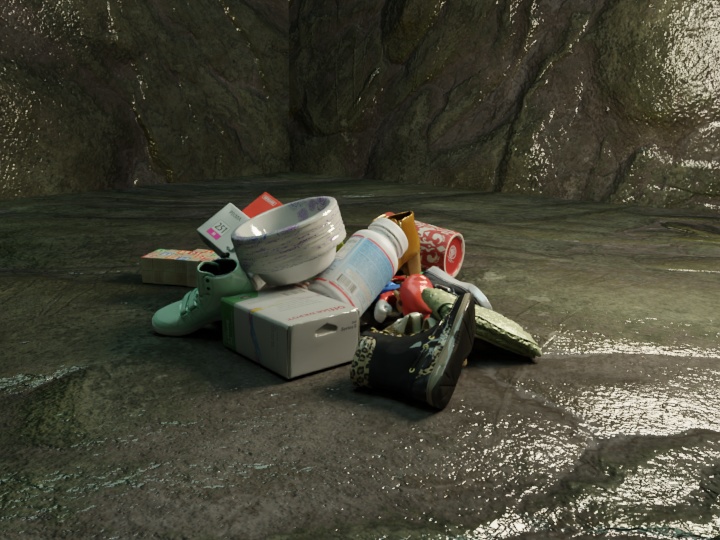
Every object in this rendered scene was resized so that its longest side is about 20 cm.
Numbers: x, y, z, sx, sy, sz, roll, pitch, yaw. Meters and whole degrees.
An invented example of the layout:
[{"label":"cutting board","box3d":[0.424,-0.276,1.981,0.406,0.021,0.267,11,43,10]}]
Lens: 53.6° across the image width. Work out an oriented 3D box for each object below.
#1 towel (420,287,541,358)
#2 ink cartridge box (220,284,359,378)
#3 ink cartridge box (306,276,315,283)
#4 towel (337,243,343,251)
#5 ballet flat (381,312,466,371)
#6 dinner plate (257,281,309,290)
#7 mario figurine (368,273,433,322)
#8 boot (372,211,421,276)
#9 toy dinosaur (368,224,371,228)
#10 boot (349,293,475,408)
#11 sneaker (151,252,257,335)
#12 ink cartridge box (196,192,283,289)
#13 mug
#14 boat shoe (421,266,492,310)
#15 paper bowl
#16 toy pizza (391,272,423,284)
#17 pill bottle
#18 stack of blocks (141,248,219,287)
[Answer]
[{"label":"towel","box3d":[0.199,0.083,1.185,0.195,0.037,0.148,22,8,-10]},{"label":"ink cartridge box","box3d":[-0.114,0.091,1.142,0.143,0.090,0.197,-11,16,-40]},{"label":"ink cartridge box","box3d":[-0.155,-0.021,1.483,0.194,0.086,0.146,6,-23,18]},{"label":"towel","box3d":[-0.058,-0.048,1.532,0.085,0.203,0.018,14,47,41]},{"label":"ballet flat","box3d":[0.101,0.104,1.151,0.069,0.067,0.198,-9,16,-36]},{"label":"dinner plate","box3d":[-0.186,0.043,1.356,0.194,0.025,0.200,0,13,0]},{"label":"mario figurine","box3d":[0.074,0.070,1.332,0.123,0.107,0.199,-43,18,-17]},{"label":"boot","box3d":[0.036,-0.030,1.455,0.198,0.147,0.070,-26,26,-22]},{"label":"toy dinosaur","box3d":[0.012,-0.018,1.589,0.057,0.201,0.103,-6,56,-34]},{"label":"boot","box3d":[0.081,0.105,1.034,0.147,0.074,0.202,3,45,27]},{"label":"sneaker","box3d":[-0.279,0.036,1.215,0.195,0.120,0.075,-15,41,4]},{"label":"ink cartridge box","box3d":[-0.201,-0.077,1.409,0.173,0.044,0.199,-42,53,-18]},{"label":"mug","box3d":[0.150,-0.059,1.712,0.196,0.137,0.176,14,20,33]},{"label":"boat shoe","box3d":[0.171,0.055,1.365,0.067,0.073,0.199,-30,37,-20]},{"label":"paper bowl","box3d":[-0.121,-0.047,1.251,0.195,0.107,0.201,-17,19,6]},{"label":"toy pizza","box3d":[0.120,0.035,1.519,0.194,0.033,0.201,1,13,0]},{"label":"pill bottle","box3d":[0.000,0.000,1.300,0.107,0.110,0.201,13,51,43]},{"label":"stack of blocks","box3d":[-0.376,-0.008,1.601,0.194,0.060,0.115,4,13,12]}]
